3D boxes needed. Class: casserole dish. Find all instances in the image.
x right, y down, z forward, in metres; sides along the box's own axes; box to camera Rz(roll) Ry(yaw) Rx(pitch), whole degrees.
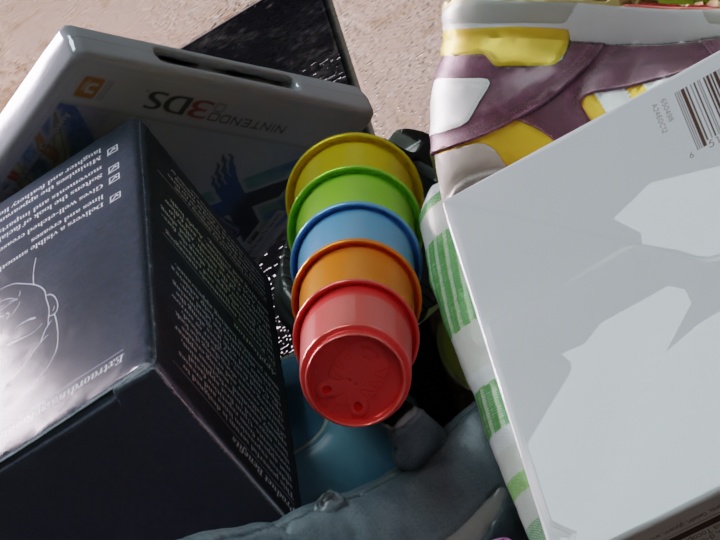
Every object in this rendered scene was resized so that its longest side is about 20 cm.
[{"bbox_3d":[-0.068,0.097,1.134,0.200,0.039,0.121,-28,26,14],"label":"casserole dish"}]

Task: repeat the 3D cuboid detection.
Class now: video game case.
[{"bbox_3d":[-0.115,-0.021,1.157,0.200,0.182,0.022,-50,53,28],"label":"video game case"}]

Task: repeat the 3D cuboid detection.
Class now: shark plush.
[{"bbox_3d":[0.015,0.080,0.948,0.200,0.083,0.091,-11,15,-17],"label":"shark plush"}]

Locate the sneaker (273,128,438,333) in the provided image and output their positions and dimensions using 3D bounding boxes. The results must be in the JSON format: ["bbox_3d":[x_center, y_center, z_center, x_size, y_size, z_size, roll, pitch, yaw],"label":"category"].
[{"bbox_3d":[0.002,0.008,1.149,0.089,0.074,0.200,-61,-6,26],"label":"sneaker"}]

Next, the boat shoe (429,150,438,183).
[{"bbox_3d":[0.072,-0.078,1.186,0.068,0.072,0.200,-32,2,16],"label":"boat shoe"}]

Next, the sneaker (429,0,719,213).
[{"bbox_3d":[0.123,-0.052,0.896,0.200,0.090,0.075,5,3,22],"label":"sneaker"}]

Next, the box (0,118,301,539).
[{"bbox_3d":[-0.117,0.056,1.019,0.148,0.107,0.200,-31,29,12],"label":"box"}]

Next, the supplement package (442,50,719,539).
[{"bbox_3d":[0.151,0.014,0.790,0.200,0.111,0.156,-28,48,15],"label":"supplement package"}]

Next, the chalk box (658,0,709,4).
[{"bbox_3d":[0.154,-0.105,1.053,0.125,0.124,0.200,-30,26,11],"label":"chalk box"}]

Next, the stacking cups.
[{"bbox_3d":[0.000,0.000,0.970,0.060,0.061,0.200,-30,16,8],"label":"stacking cups"}]

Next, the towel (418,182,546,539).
[{"bbox_3d":[0.106,0.009,0.917,0.152,0.023,0.200,-30,47,10],"label":"towel"}]

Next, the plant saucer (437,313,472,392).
[{"bbox_3d":[0.127,-0.002,1.086,0.200,0.031,0.200,-27,28,15],"label":"plant saucer"}]

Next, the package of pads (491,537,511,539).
[{"bbox_3d":[-0.016,0.184,0.884,0.200,0.076,0.121,-25,28,18],"label":"package of pads"}]
